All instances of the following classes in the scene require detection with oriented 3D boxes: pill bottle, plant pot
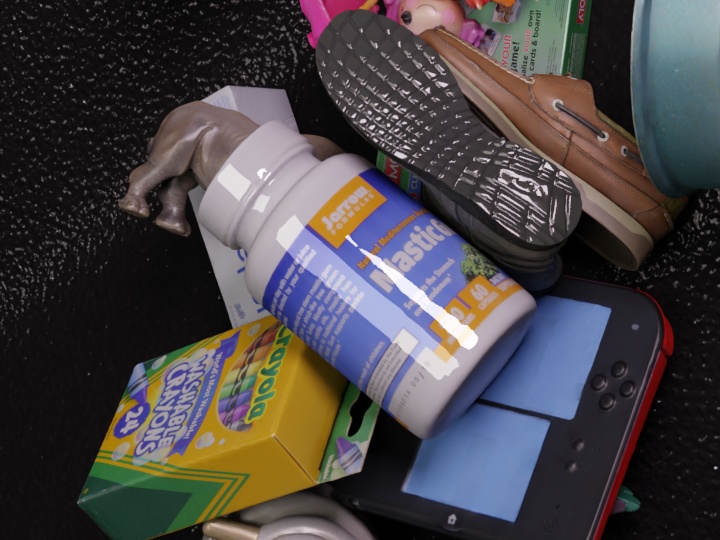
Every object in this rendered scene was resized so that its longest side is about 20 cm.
[{"bbox_3d":[0.000,0.000,1.451,0.200,0.112,0.112,40,113,11],"label":"pill bottle"},{"bbox_3d":[0.275,-0.130,1.312,0.195,0.200,0.202,7,95,27],"label":"plant pot"}]

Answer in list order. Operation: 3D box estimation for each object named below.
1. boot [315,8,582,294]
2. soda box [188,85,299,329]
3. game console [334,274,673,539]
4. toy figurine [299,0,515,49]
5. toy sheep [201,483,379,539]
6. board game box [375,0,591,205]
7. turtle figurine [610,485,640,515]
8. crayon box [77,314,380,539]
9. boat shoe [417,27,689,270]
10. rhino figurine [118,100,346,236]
[{"bbox_3d":[0.046,-0.063,1.450,0.200,0.131,0.068,42,76,7],"label":"boot"},{"bbox_3d":[-0.061,-0.022,1.613,0.063,0.068,0.201,-27,75,32],"label":"soda box"},{"bbox_3d":[0.088,0.084,1.485,0.199,0.031,0.178,11,70,39],"label":"game console"},{"bbox_3d":[0.042,-0.198,1.493,0.199,0.150,0.185,24,119,8],"label":"toy figurine"},{"bbox_3d":[-0.048,0.198,1.548,0.137,0.200,0.139,-1,100,-3],"label":"toy sheep"},{"bbox_3d":[0.079,-0.129,1.537,0.134,0.029,0.202,12,97,35],"label":"board game box"},{"bbox_3d":[0.088,0.204,1.498,0.149,0.101,0.201,34,102,25],"label":"turtle figurine"},{"bbox_3d":[-0.077,0.092,1.511,0.199,0.126,0.052,-20,123,32],"label":"crayon box"},{"bbox_3d":[0.114,-0.088,1.465,0.200,0.072,0.068,41,76,-2],"label":"boat shoe"},{"bbox_3d":[-0.050,-0.049,1.543,0.199,0.060,0.088,18,84,6],"label":"rhino figurine"}]
